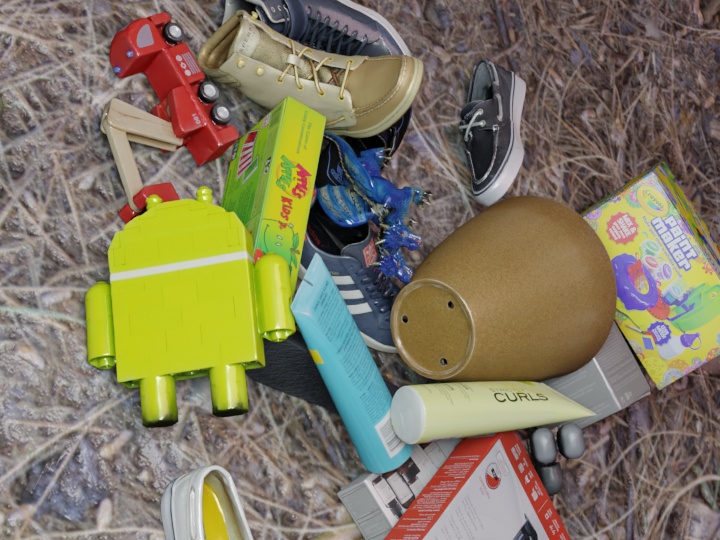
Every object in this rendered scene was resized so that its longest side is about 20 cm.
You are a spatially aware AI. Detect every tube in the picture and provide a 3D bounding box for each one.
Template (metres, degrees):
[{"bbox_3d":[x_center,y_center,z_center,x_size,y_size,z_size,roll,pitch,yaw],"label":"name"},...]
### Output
[{"bbox_3d":[-0.010,0.087,1.207,0.078,0.050,0.201,-73,145,-54],"label":"tube"},{"bbox_3d":[0.118,0.122,1.255,0.198,0.052,0.059,0,60,-36],"label":"tube"}]

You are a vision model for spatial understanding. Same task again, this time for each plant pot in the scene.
[{"bbox_3d":[0.119,0.037,1.323,0.199,0.186,0.188,-18,79,-52],"label":"plant pot"}]

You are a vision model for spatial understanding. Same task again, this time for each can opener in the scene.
[{"bbox_3d":[0.191,0.178,1.333,0.052,0.200,0.067,-11,77,4],"label":"can opener"}]

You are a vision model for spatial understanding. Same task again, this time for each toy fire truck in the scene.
[{"bbox_3d":[-0.190,-0.134,1.279,0.140,0.049,0.201,-28,85,-43],"label":"toy fire truck"}]

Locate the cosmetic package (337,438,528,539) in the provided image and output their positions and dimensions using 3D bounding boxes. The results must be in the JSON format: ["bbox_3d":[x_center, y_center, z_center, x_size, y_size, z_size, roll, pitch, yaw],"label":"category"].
[{"bbox_3d":[0.073,0.193,1.317,0.199,0.051,0.083,-32,90,-44],"label":"cosmetic package"}]

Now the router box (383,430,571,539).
[{"bbox_3d":[0.120,0.274,1.268,0.180,0.049,0.201,-45,115,-40],"label":"router box"}]

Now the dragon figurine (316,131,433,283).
[{"bbox_3d":[0.000,-0.075,1.280,0.200,0.059,0.099,48,29,18],"label":"dragon figurine"}]

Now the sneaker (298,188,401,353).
[{"bbox_3d":[0.000,0.000,1.336,0.200,0.084,0.075,41,48,-15],"label":"sneaker"}]

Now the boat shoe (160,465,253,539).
[{"bbox_3d":[-0.100,0.254,1.118,0.074,0.086,0.204,0,67,-39],"label":"boat shoe"}]

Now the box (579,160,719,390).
[{"bbox_3d":[0.334,-0.001,1.534,0.201,0.121,0.192,58,17,2],"label":"box"}]

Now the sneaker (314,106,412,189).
[{"bbox_3d":[0.015,-0.141,1.428,0.070,0.078,0.201,43,48,-12],"label":"sneaker"}]

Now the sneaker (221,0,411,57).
[{"bbox_3d":[-0.050,-0.236,1.413,0.202,0.077,0.146,38,37,1],"label":"sneaker"}]

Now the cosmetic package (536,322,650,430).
[{"bbox_3d":[0.203,0.067,1.447,0.090,0.106,0.202,-15,78,-53],"label":"cosmetic package"}]

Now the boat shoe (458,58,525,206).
[{"bbox_3d":[0.141,-0.160,1.547,0.067,0.072,0.202,32,48,-24],"label":"boat shoe"}]

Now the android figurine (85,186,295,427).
[{"bbox_3d":[-0.146,0.027,1.159,0.041,0.180,0.202,58,22,-71],"label":"android figurine"}]

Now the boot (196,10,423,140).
[{"bbox_3d":[-0.050,-0.191,1.309,0.155,0.199,0.074,30,70,-33],"label":"boot"}]

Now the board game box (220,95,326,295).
[{"bbox_3d":[-0.091,-0.051,1.278,0.047,0.101,0.202,26,53,-25],"label":"board game box"}]

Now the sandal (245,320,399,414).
[{"bbox_3d":[-0.043,0.087,1.269,0.199,0.076,0.043,33,47,-35],"label":"sandal"}]
